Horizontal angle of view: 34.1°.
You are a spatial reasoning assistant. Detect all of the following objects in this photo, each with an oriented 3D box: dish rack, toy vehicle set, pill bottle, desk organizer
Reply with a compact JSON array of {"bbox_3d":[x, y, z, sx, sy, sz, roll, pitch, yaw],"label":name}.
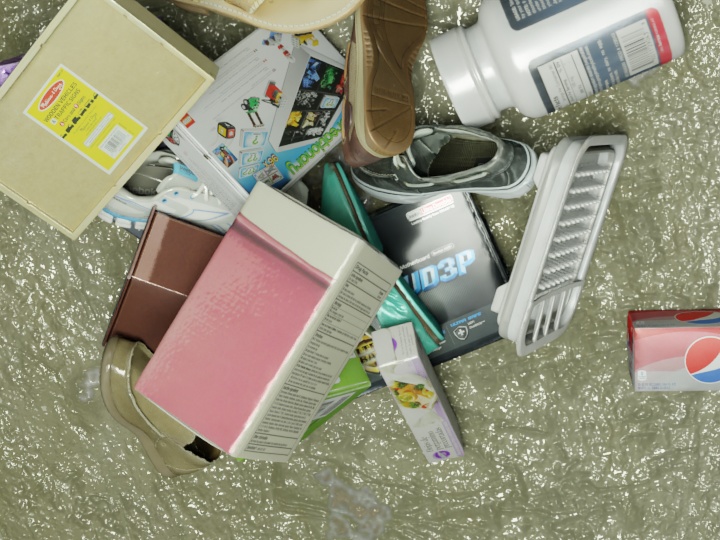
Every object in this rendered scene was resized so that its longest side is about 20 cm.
[{"bbox_3d":[0.176,-0.031,1.051,0.044,0.172,0.200,23,106,23],"label":"dish rack"},{"bbox_3d":[-0.225,-0.129,0.950,0.124,0.027,0.200,38,115,-19],"label":"toy vehicle set"},{"bbox_3d":[0.169,-0.204,1.029,0.200,0.120,0.120,-22,99,12],"label":"pill bottle"},{"bbox_3d":[-0.181,0.022,1.084,0.077,0.200,0.072,20,65,-11],"label":"desk organizer"}]

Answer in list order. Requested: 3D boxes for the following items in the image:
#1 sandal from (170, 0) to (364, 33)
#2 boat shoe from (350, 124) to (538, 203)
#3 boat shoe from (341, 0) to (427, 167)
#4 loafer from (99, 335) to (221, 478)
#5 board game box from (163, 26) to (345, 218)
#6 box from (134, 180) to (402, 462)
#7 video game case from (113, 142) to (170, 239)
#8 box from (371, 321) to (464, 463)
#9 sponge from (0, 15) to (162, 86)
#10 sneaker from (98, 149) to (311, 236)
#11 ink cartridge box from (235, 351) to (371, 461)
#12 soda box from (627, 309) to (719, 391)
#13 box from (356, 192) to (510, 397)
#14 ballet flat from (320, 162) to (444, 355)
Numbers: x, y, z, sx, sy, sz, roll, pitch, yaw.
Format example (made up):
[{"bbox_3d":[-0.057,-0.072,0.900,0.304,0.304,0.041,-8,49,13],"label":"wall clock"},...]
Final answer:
[{"bbox_3d":[-0.101,-0.262,1.038,0.211,0.070,0.078,11,77,27],"label":"sandal"},{"bbox_3d":[0.063,-0.105,1.051,0.200,0.071,0.072,1,70,39],"label":"boat shoe"},{"bbox_3d":[0.012,-0.186,1.057,0.072,0.072,0.200,14,67,-30],"label":"boat shoe"},{"bbox_3d":[-0.191,0.131,1.144,0.067,0.076,0.200,-7,141,14],"label":"loafer"},{"bbox_3d":[-0.080,-0.143,1.046,0.126,0.200,0.035,47,141,-4],"label":"board game box"},{"bbox_3d":[-0.073,0.047,0.976,0.109,0.128,0.200,30,88,20],"label":"box"},{"bbox_3d":[-0.180,-0.086,1.098,0.200,0.019,0.143,36,119,-27],"label":"video game case"},{"bbox_3d":[0.056,0.118,1.096,0.039,0.041,0.200,-15,144,9],"label":"box"},{"bbox_3d":[-0.251,-0.191,1.046,0.111,0.200,0.030,-11,106,10],"label":"sponge"},{"bbox_3d":[-0.142,-0.069,1.036,0.200,0.087,0.075,2,74,-7],"label":"sneaker"},{"bbox_3d":[-0.095,0.059,1.122,0.148,0.076,0.200,-42,67,43],"label":"ink cartridge box"},{"bbox_3d":[0.352,0.073,1.093,0.200,0.070,0.063,-2,102,8],"label":"soda box"},{"bbox_3d":[0.042,0.017,1.134,0.200,0.046,0.159,-23,99,12],"label":"box"},{"bbox_3d":[0.000,0.000,1.075,0.070,0.067,0.200,-30,98,6],"label":"ballet flat"}]
